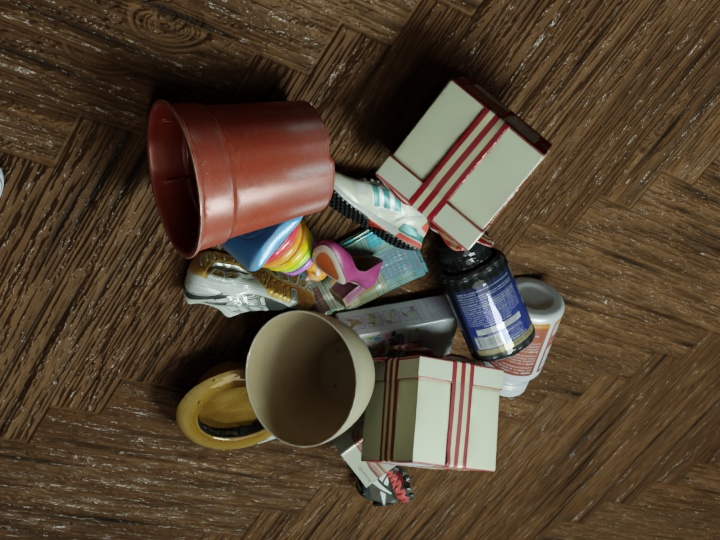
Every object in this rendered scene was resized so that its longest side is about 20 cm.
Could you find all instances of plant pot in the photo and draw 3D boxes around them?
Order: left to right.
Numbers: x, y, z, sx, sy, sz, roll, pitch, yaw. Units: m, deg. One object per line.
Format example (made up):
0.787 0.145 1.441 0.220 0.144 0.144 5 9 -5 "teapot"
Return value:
-0.150 -0.132 1.372 0.195 0.201 0.201 -12 134 -25 "plant pot"
-0.055 0.159 1.617 0.200 0.200 0.134 -50 156 22 "plant pot"

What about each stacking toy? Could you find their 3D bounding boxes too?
-0.103 -0.034 1.544 0.116 0.110 0.200 -50 143 2 "stacking toy"

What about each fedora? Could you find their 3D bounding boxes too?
-0.201 0.203 1.718 0.200 0.082 0.201 -11 134 -12 "fedora"

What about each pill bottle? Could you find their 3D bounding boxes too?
0.193 0.035 1.685 0.112 0.112 0.200 -25 108 -2 "pill bottle"
0.272 0.119 1.840 0.112 0.112 0.200 -5 131 -21 "pill bottle"

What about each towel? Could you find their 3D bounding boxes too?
0.000 0.000 1.670 0.200 0.022 0.147 -27 135 1 "towel"

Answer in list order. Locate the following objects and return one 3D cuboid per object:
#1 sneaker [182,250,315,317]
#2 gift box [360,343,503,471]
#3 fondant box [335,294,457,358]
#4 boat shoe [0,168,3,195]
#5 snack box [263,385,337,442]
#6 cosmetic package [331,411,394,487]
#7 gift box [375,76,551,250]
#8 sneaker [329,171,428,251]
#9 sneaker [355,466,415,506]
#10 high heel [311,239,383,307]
-0.169 0.031 1.590 0.200 0.076 0.088 16 129 -22 "sneaker"
0.098 0.218 1.697 0.184 0.187 0.200 14 166 -33 "gift box"
0.053 0.119 1.766 0.200 0.058 0.144 -10 140 -18 "fondant box"
-0.520 -0.053 1.346 0.199 0.068 0.074 -40 134 13 "boat shoe"
-0.108 0.242 1.796 0.200 0.024 0.072 -21 137 19 "snack box"
0.052 0.269 1.859 0.200 0.087 0.103 -37 124 -3 "cosmetic package"
0.147 -0.139 1.468 0.187 0.184 0.200 -51 172 17 "gift box"
0.026 -0.110 1.562 0.200 0.070 0.094 33 78 -27 "sneaker"
0.027 0.375 1.988 0.098 0.071 0.201 -21 129 8 "sneaker"
-0.014 -0.021 1.558 0.096 0.067 0.200 -49 164 -13 "high heel"
